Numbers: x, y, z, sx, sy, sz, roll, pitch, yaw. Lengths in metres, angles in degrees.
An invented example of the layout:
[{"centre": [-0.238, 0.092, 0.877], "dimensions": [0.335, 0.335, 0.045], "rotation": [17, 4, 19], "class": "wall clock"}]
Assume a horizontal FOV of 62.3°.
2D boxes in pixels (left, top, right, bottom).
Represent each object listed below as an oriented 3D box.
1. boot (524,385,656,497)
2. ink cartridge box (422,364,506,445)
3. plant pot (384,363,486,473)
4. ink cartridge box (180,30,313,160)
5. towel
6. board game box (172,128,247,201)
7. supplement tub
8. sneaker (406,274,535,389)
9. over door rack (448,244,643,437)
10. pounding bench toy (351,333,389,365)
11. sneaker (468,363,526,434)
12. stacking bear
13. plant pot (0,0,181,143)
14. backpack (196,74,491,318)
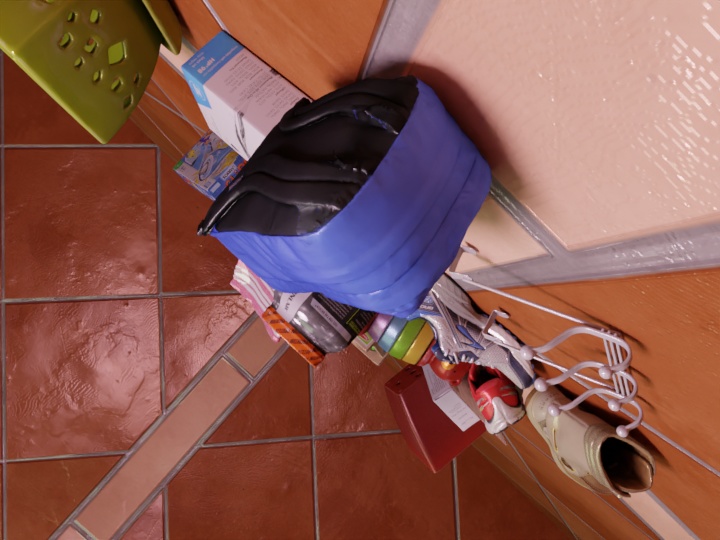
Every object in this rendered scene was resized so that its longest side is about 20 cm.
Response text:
[{"centre": [0.307, 0.241, 0.749], "dimensions": [0.201, 0.073, 0.155], "rotation": [52, 172, -19], "class": "boot"}, {"centre": [0.179, 0.216, 1.099], "dimensions": [0.174, 0.043, 0.201], "rotation": [48, -167, -24], "class": "ink cartridge box"}, {"centre": [0.167, 0.299, 1.355], "dimensions": [0.177, 0.199, 0.200], "rotation": [56, 170, -7], "class": "plant pot"}, {"centre": [-0.099, -0.158, 0.668], "dimensions": [0.200, 0.067, 0.116], "rotation": [41, 165, 17], "class": "ink cartridge box"}, {"centre": [-0.153, 0.010, 0.955], "dimensions": [0.147, 0.030, 0.201], "rotation": [49, 143, 21], "class": "towel"}, {"centre": [-0.182, -0.164, 0.826], "dimensions": [0.034, 0.136, 0.199], "rotation": [46, 170, -32], "class": "board game box"}, {"centre": [-0.026, 0.016, 0.761], "dimensions": [0.122, 0.200, 0.123], "rotation": [41, 171, 8], "class": "supplement tub"}, {"centre": [0.136, 0.093, 0.780], "dimensions": [0.200, 0.085, 0.077], "rotation": [41, 172, 7], "class": "sneaker"}, {"centre": [0.174, 0.077, 0.589], "dimensions": [0.199, 0.067, 0.148], "rotation": [36, 168, 42], "class": "over door rack"}, {"centre": [0.047, 0.109, 1.139], "dimensions": [0.199, 0.124, 0.156], "rotation": [39, 171, 22], "class": "pounding bench toy"}, {"centre": [0.191, 0.159, 0.864], "dimensions": [0.086, 0.076, 0.200], "rotation": [60, -174, -2], "class": "sneaker"}, {"centre": [0.097, 0.108, 0.984], "dimensions": [0.199, 0.122, 0.114], "rotation": [34, 177, 6], "class": "stacking bear"}, {"centre": [-0.339, -0.308, 0.692], "dimensions": [0.199, 0.182, 0.200], "rotation": [41, 172, 12], "class": "plant pot"}, {"centre": [0.004, -0.052, 0.458], "dimensions": [0.167, 0.164, 0.199], "rotation": [37, 163, -28], "class": "backpack"}]
